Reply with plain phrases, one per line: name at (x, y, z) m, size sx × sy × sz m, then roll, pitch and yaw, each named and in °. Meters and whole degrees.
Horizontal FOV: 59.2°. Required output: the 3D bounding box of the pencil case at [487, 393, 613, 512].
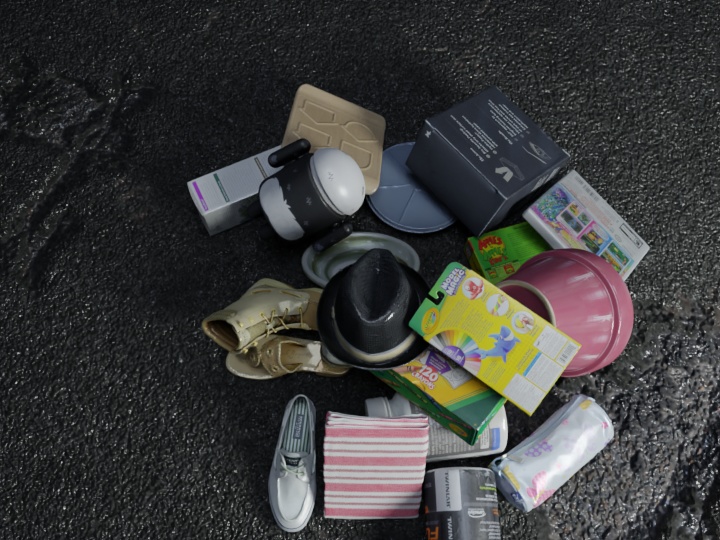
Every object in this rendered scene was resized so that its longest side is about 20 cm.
pencil case at (0.288, 0.274, 0.964) m, size 0.200 × 0.083 × 0.091 m, roll -32°, pitch 91°, yaw -16°

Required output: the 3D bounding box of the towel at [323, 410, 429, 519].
towel at (0.019, 0.284, 0.912) m, size 0.146 × 0.201 × 0.030 m, roll 2°, pitch 30°, yaw -1°

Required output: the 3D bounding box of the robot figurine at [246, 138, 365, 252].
robot figurine at (-0.088, -0.123, 1.060) m, size 0.199 × 0.150 × 0.125 m, roll -26°, pitch 43°, yaw 19°

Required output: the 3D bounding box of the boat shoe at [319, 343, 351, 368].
boat shoe at (0.032, 0.103, 1.027) m, size 0.199 × 0.068 × 0.075 m, roll -13°, pitch 67°, yaw -19°

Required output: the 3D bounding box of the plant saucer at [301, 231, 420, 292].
plant saucer at (0.000, 0.000, 1.076) m, size 0.199 × 0.050 × 0.200 m, roll 1°, pitch 31°, yaw -1°

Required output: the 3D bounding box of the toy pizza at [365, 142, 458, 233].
toy pizza at (0.106, -0.153, 1.186) m, size 0.199 × 0.032 × 0.201 m, roll 1°, pitch 64°, yaw -2°

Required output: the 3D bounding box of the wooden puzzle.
wooden puzzle at (-0.049, -0.237, 1.171) m, size 0.185 × 0.046 × 0.201 m, roll 20°, pitch 51°, yaw -14°

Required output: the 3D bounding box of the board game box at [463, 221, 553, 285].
board game box at (0.297, -0.031, 1.125) m, size 0.199 × 0.048 × 0.102 m, roll -16°, pitch 66°, yaw -9°

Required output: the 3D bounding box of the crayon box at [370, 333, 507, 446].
crayon box at (0.117, 0.143, 0.924) m, size 0.200 × 0.058 × 0.119 m, roll 33°, pitch 59°, yaw 24°

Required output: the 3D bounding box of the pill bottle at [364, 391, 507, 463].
pill bottle at (0.111, 0.232, 0.963) m, size 0.199 × 0.114 × 0.114 m, roll -6°, pitch 65°, yaw -5°

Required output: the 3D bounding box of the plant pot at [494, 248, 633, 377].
plant pot at (0.282, 0.069, 0.962) m, size 0.179 × 0.200 × 0.200 m, roll -5°, pitch 59°, yaw -45°

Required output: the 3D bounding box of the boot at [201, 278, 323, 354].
boot at (-0.130, 0.080, 0.993) m, size 0.199 × 0.073 × 0.155 m, roll 15°, pitch 30°, yaw 28°

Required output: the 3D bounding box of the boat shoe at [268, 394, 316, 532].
boat shoe at (-0.104, 0.286, 0.959) m, size 0.073 × 0.067 × 0.201 m, roll -1°, pitch 65°, yaw -2°

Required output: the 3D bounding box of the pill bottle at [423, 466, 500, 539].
pill bottle at (0.146, 0.387, 0.897) m, size 0.106 × 0.106 × 0.201 m, roll 0°, pitch 65°, yaw -1°

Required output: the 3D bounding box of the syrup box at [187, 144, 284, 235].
syrup box at (-0.202, -0.147, 1.149) m, size 0.199 × 0.079 × 0.082 m, roll -24°, pitch 67°, yaw -12°

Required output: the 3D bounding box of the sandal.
sandal at (-0.117, 0.133, 1.027) m, size 0.211 × 0.070 × 0.078 m, roll 3°, pitch 65°, yaw 0°

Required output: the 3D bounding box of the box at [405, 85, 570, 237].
box at (0.224, -0.198, 1.132) m, size 0.200 × 0.118 × 0.197 m, roll -32°, pitch 73°, yaw -33°

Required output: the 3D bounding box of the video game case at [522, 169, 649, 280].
video game case at (0.397, -0.067, 1.108) m, size 0.200 × 0.024 × 0.182 m, roll 48°, pitch 52°, yaw 7°

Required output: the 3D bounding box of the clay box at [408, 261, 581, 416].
clay box at (0.176, 0.087, 0.854) m, size 0.200 × 0.048 × 0.115 m, roll 36°, pitch 95°, yaw 13°

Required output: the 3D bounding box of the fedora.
fedora at (0.024, 0.040, 0.911) m, size 0.200 × 0.092 × 0.201 m, roll -1°, pitch 52°, yaw 1°
